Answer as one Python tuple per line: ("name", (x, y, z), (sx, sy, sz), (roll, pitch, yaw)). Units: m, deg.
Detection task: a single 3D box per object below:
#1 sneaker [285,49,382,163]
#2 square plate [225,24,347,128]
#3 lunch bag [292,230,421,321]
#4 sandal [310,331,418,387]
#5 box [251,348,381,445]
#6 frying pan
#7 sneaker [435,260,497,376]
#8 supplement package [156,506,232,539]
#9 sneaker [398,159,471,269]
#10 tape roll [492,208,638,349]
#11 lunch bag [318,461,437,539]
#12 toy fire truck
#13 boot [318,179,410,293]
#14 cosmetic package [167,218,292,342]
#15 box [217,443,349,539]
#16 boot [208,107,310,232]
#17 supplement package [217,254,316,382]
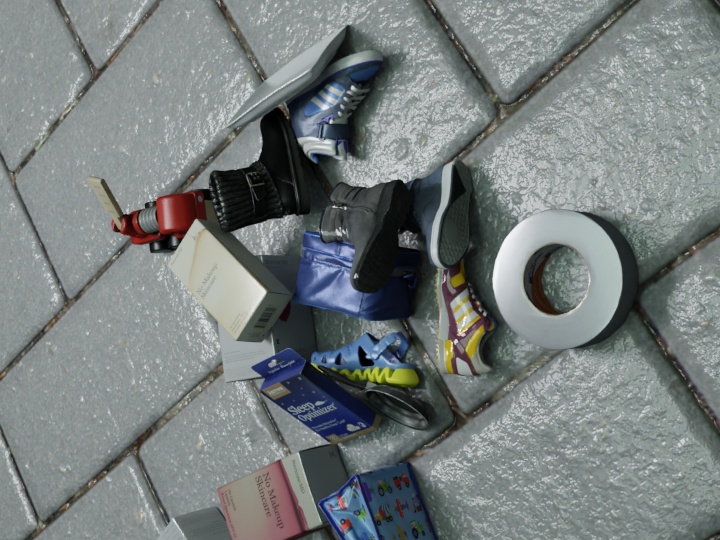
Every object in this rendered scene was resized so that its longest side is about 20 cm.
("sneaker", (-0.026, -0.259, 1.748), (0.199, 0.080, 0.147), (-24, 84, 29))
("square plate", (-0.116, -0.317, 1.761), (0.200, 0.198, 0.028), (-28, 110, 31))
("lunch bag", (0.000, 0.000, 1.685), (0.199, 0.136, 0.133), (12, 96, 33))
("sandal", (0.009, 0.142, 1.721), (0.199, 0.079, 0.088), (0, 78, 30))
("box", (-0.077, 0.206, 1.704), (0.121, 0.200, 0.032), (-28, 29, 46))
("frying pan", (0.027, 0.201, 1.681), (0.189, 0.115, 0.031), (23, 67, 20))
("sneaker", (0.165, 0.060, 1.617), (0.090, 0.075, 0.201), (-1, 91, 20))
("supplement package", (-0.271, 0.540, 1.876), (0.200, 0.117, 0.117), (49, 114, 24))
("sneaker", (0.092, -0.067, 1.621), (0.146, 0.077, 0.203), (-19, 40, 31))
("tape roll", (0.294, 0.013, 1.525), (0.200, 0.066, 0.201), (-1, 89, 35))
("lunch bag", (0.052, 0.412, 1.635), (0.094, 0.150, 0.200), (-42, 67, 27))
("toy fire truck", (-0.380, -0.108, 1.910), (0.175, 0.200, 0.129), (-10, 84, 34))
("boot", (-0.008, -0.048, 1.590), (0.131, 0.070, 0.201), (-3, 51, 35))
("cosmetic package", (-0.214, 0.016, 1.724), (0.200, 0.073, 0.104), (42, 107, 29))
("box", (-0.124, 0.388, 1.782), (0.200, 0.109, 0.128), (-30, 73, 31))
("boot", (-0.181, -0.172, 1.773), (0.080, 0.157, 0.212), (105, 152, -63))
("supplement package", (-0.162, 0.081, 1.805), (0.119, 0.121, 0.201), (-13, 83, 34))
